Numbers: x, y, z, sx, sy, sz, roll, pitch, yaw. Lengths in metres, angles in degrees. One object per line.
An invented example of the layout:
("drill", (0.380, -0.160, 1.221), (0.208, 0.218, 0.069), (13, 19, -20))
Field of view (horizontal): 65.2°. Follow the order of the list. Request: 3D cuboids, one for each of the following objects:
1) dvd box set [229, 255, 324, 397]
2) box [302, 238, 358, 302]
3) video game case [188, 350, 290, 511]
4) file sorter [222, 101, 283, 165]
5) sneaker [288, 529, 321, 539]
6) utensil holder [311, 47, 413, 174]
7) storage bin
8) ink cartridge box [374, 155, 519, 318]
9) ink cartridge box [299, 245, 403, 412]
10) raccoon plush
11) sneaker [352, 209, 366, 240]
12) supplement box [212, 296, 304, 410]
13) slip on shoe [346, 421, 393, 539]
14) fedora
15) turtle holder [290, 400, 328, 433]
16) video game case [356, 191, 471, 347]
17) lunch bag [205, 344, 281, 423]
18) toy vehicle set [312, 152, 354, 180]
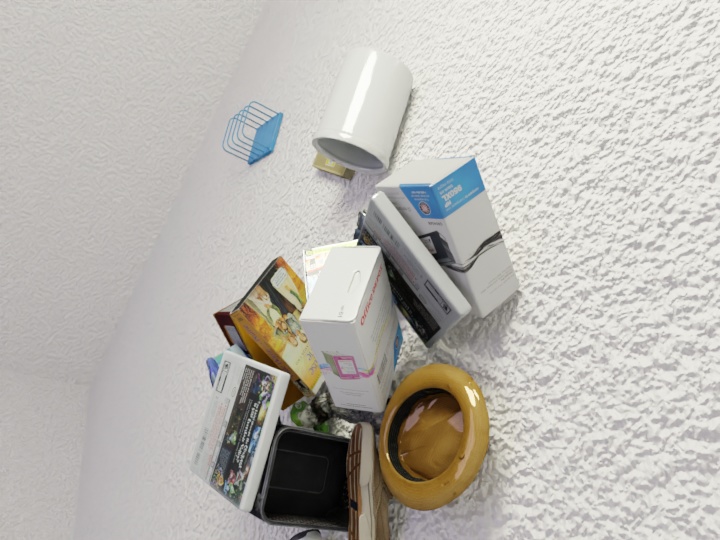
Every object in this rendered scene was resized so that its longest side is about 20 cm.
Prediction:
("dvd box set", (-0.116, 0.096, 0.973), (0.029, 0.201, 0.147), (-23, 23, 41))
("box", (0.000, 0.000, 0.989), (0.196, 0.035, 0.112), (-11, 61, 4))
("video game case", (-0.194, 0.242, 0.886), (0.180, 0.023, 0.204), (6, 77, 49))
("file sorter", (-0.369, -0.465, 1.902), (0.199, 0.121, 0.142), (-7, 67, 56))
("sneaker", (-0.104, 0.528, 0.959), (0.076, 0.074, 0.203), (44, 121, 49))
("utensil holder", (0.009, -0.330, 1.177), (0.169, 0.168, 0.204), (6, 75, 58))
("storage bin", (-0.080, 0.328, 0.898), (0.093, 0.198, 0.138), (-11, 63, 53))
("ink cartridge box", (0.121, -0.048, 0.792), (0.084, 0.203, 0.144), (-34, 21, -21))
("ink cartridge box", (-0.005, 0.085, 0.823), (0.083, 0.202, 0.146), (3, 44, 19))
("raccoon plush", (-0.003, 0.250, 0.921), (0.200, 0.096, 0.135), (-46, 41, 26))
("sneaker", (-0.010, -0.045, 1.111), (0.200, 0.076, 0.150), (10, 92, 50))
("supplement box", (-0.170, 0.139, 1.100), (0.132, 0.200, 0.199), (-30, 9, -23))
("slip on shoe", (0.017, 0.327, 0.834), (0.076, 0.059, 0.205), (159, 112, -71))
("fedora", (0.110, 0.229, 0.769), (0.199, 0.081, 0.204), (-31, 47, 40))
("turtle holder", (-0.116, 0.349, 1.011), (0.187, 0.130, 0.142), (-57, 32, 21))
("video game case", (0.067, 0.007, 0.822), (0.201, 0.023, 0.182), (53, 161, 12))
("lunch bag", (-0.218, 0.244, 1.054), (0.161, 0.082, 0.202), (49, 154, 30))
("toy vehicle set", (-0.051, -0.298, 1.386), (0.199, 0.026, 0.126), (33, 101, 59))
